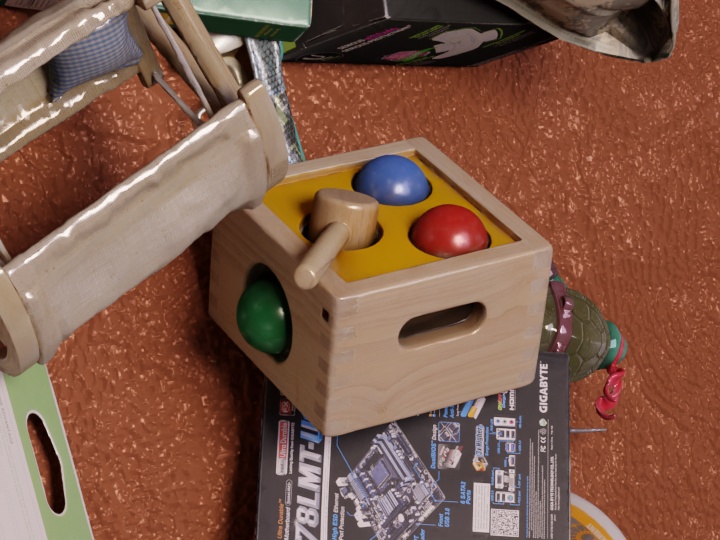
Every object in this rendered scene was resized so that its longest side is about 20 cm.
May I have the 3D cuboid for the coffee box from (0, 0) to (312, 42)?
[{"bbox_3d":[-0.127,-0.214,1.673,0.199,0.044,0.124,4,76,-16],"label":"coffee box"}]

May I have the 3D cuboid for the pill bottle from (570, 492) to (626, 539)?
[{"bbox_3d":[0.088,0.240,1.760,0.200,0.116,0.117,-40,107,-40],"label":"pill bottle"}]

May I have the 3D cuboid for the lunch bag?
[{"bbox_3d":[0.152,-0.243,1.742,0.200,0.117,0.165,23,66,-43],"label":"lunch bag"}]

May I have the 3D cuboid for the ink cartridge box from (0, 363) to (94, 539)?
[{"bbox_3d":[-0.235,0.122,1.540,0.200,0.048,0.146,-1,73,-65],"label":"ink cartridge box"}]

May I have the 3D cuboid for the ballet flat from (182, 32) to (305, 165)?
[{"bbox_3d":[-0.081,-0.121,1.727,0.074,0.074,0.201,-13,87,-42],"label":"ballet flat"}]

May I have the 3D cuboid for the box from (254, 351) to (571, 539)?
[{"bbox_3d":[0.033,0.142,1.689,0.197,0.050,0.201,3,62,-1],"label":"box"}]

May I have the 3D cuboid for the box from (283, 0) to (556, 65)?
[{"bbox_3d":[0.040,-0.222,1.807,0.199,0.124,0.149,-3,82,-43],"label":"box"}]

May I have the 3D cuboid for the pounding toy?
[{"bbox_3d":[0.000,0.000,1.645,0.199,0.184,0.143,-13,125,-28],"label":"pounding toy"}]

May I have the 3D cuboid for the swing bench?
[{"bbox_3d":[-0.169,-0.076,1.534,0.199,0.130,0.200,-38,96,-17],"label":"swing bench"}]

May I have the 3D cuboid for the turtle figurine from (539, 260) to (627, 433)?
[{"bbox_3d":[0.113,0.040,1.845,0.199,0.101,0.150,18,69,-31],"label":"turtle figurine"}]
